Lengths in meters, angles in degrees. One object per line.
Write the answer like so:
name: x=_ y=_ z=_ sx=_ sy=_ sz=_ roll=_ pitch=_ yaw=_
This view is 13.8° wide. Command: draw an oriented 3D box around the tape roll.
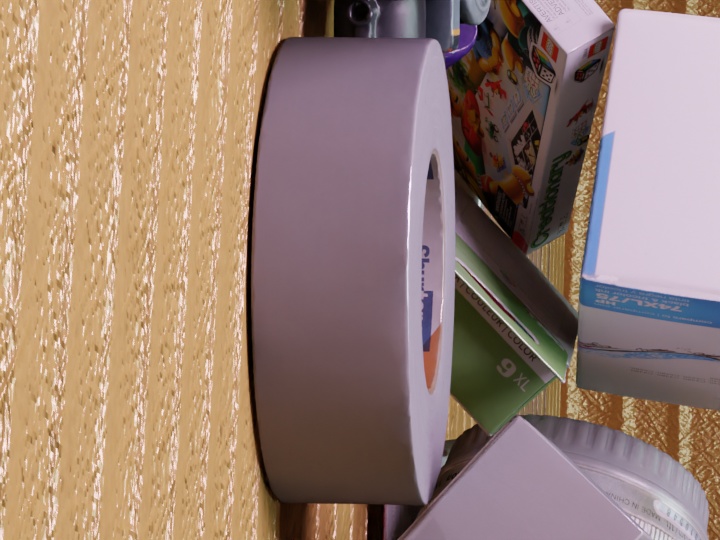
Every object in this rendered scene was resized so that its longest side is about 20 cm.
tape roll: x=0.000 y=0.000 z=1.274 sx=0.200 sy=0.066 sz=0.201 roll=0 pitch=90 yaw=-83

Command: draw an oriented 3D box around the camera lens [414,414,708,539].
camera lens: x=0.093 y=0.197 z=1.554 sx=0.160 sy=0.160 sz=0.200 roll=79 pitch=24 yaw=-58

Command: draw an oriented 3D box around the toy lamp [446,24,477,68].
toy lamp: x=0.057 y=-0.161 z=1.453 sx=0.058 sy=0.058 sz=0.200 roll=-82 pitch=-161 yaw=-44

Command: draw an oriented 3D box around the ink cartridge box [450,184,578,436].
ink cartridge box: x=0.056 y=0.023 z=1.541 sx=0.104 sy=0.059 sz=0.200 roll=47 pitch=11 yaw=-2

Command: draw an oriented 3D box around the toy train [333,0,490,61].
toy train: x=0.016 y=-0.187 z=1.351 sx=0.114 sy=0.085 sz=0.200 roll=-19 pitch=112 yaw=-70

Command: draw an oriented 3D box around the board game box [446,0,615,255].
board game box: x=0.074 y=-0.110 z=1.579 sx=0.126 sy=0.035 sz=0.200 roll=52 pitch=-21 yaw=23

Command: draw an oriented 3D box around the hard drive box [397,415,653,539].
hard drive box: x=0.052 y=0.151 z=1.347 sx=0.156 sy=0.077 sz=0.200 roll=-47 pitch=170 yaw=1

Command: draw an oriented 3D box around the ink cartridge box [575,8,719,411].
ink cartridge box: x=0.192 y=-0.022 z=1.528 sx=0.200 sy=0.146 sz=0.147 roll=80 pitch=19 yaw=-71

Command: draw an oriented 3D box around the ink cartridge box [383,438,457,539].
ink cartridge box: x=0.035 y=0.199 z=1.665 sx=0.176 sy=0.045 sz=0.200 roll=-1 pitch=92 yaw=-62

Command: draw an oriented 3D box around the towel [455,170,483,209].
towel: x=0.058 y=-0.044 z=1.749 sx=0.153 sy=0.023 sz=0.200 roll=130 pitch=-37 yaw=-76
